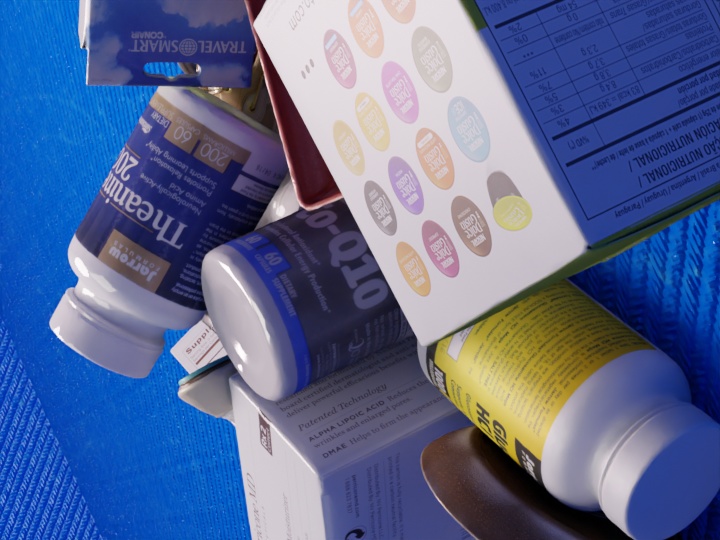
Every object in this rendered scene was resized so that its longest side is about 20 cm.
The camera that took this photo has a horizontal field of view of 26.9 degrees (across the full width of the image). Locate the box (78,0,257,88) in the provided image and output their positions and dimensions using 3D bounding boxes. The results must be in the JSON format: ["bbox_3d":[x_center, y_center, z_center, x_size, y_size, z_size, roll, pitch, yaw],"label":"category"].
[{"bbox_3d":[-0.123,-0.223,1.000,0.048,0.121,0.201,-116,29,-56],"label":"box"}]

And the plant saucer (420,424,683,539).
[{"bbox_3d":[0.134,0.154,0.976,0.200,0.200,0.032,42,110,44],"label":"plant saucer"}]

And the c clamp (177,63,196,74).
[{"bbox_3d":[-0.154,-0.257,1.265,0.171,0.027,0.201,-49,-59,-76],"label":"c clamp"}]

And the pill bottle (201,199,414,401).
[{"bbox_3d":[0.000,0.000,1.052,0.114,0.200,0.114,48,152,35],"label":"pill bottle"}]

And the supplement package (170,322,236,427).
[{"bbox_3d":[-0.056,0.108,1.343,0.200,0.117,0.117,42,177,45],"label":"supplement package"}]

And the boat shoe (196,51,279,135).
[{"bbox_3d":[-0.092,-0.151,1.152,0.074,0.069,0.201,29,103,48],"label":"boat shoe"}]

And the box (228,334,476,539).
[{"bbox_3d":[0.024,0.147,1.144,0.131,0.199,0.200,41,147,43],"label":"box"}]

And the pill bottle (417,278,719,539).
[{"bbox_3d":[0.133,0.078,0.949,0.200,0.112,0.113,42,148,44],"label":"pill bottle"}]

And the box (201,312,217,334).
[{"bbox_3d":[-0.060,0.019,1.218,0.158,0.199,0.049,32,105,52],"label":"box"}]

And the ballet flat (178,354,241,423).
[{"bbox_3d":[-0.075,0.087,1.176,0.069,0.200,0.070,3,100,19],"label":"ballet flat"}]

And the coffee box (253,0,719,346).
[{"bbox_3d":[0.099,-0.106,0.730,0.198,0.200,0.200,63,157,5],"label":"coffee box"}]

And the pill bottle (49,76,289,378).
[{"bbox_3d":[-0.141,-0.028,1.084,0.111,0.200,0.111,30,-174,-4],"label":"pill bottle"}]

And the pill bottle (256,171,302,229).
[{"bbox_3d":[-0.069,-0.077,1.242,0.200,0.110,0.111,37,144,50],"label":"pill bottle"}]

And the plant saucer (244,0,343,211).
[{"bbox_3d":[0.022,-0.160,0.924,0.200,0.037,0.200,-20,82,35],"label":"plant saucer"}]
